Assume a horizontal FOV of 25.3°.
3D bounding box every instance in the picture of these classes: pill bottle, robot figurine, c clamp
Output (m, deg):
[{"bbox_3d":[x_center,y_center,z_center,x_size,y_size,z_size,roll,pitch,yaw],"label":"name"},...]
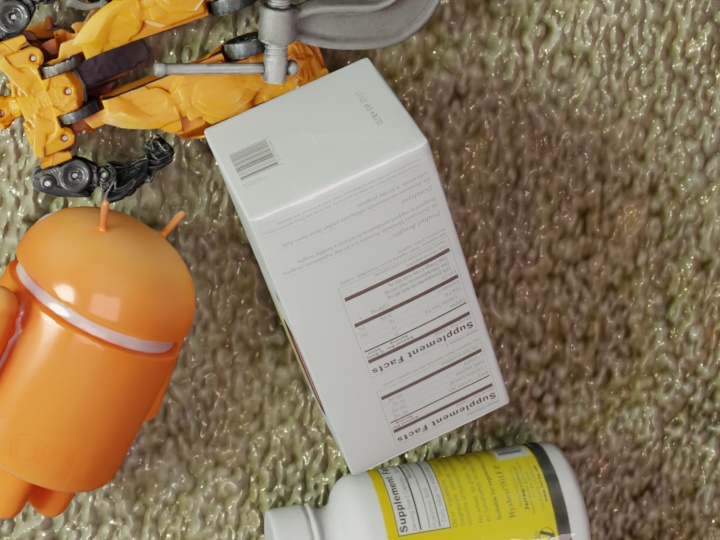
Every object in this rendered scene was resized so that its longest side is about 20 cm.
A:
[{"bbox_3d":[0.041,0.180,1.041,0.198,0.111,0.113,-8,108,-10],"label":"pill bottle"},{"bbox_3d":[-0.127,-0.126,0.942,0.198,0.058,0.146,-21,109,-7],"label":"robot figurine"},{"bbox_3d":[-0.170,0.048,0.951,0.143,0.117,0.201,24,103,-20],"label":"robot figurine"},{"bbox_3d":[-0.019,-0.196,0.896,0.169,0.027,0.202,1,114,-24],"label":"c clamp"}]

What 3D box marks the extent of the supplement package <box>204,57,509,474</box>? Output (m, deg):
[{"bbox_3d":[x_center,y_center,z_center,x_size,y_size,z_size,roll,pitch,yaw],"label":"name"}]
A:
[{"bbox_3d":[0.000,0.000,0.953,0.109,0.114,0.201,-24,126,-5],"label":"supplement package"}]
